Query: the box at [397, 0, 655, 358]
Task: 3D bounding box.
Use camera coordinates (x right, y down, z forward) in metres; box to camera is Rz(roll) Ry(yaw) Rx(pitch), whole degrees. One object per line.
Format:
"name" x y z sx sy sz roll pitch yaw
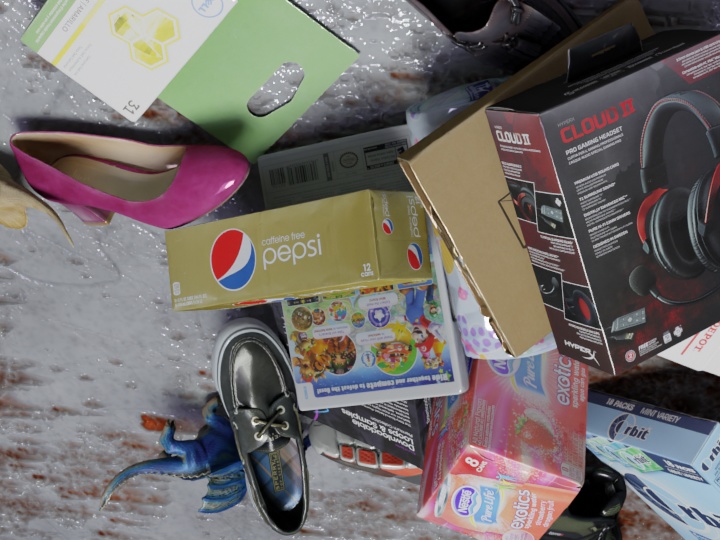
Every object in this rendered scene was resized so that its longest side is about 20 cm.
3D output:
"box" 0.142 -0.063 0.911 0.200 0.021 0.164 -35 111 -12

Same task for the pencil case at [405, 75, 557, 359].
"pencil case" 0.096 -0.037 0.956 0.090 0.083 0.201 -18 104 -18

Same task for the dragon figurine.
"dragon figurine" -0.132 0.177 1.213 0.099 0.200 0.059 39 131 25

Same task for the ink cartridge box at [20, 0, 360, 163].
"ink cartridge box" -0.123 -0.161 0.969 0.200 0.048 0.145 36 129 -17

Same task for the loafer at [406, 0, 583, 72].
"loafer" 0.068 -0.179 0.898 0.200 0.063 0.072 33 130 -19

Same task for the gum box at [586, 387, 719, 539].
"gum box" 0.288 0.185 1.130 0.200 0.045 0.170 43 166 -24

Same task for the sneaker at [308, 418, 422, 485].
"sneaker" 0.051 0.171 1.214 0.199 0.077 0.082 7 139 6

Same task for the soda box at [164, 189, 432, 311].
"soda box" -0.048 -0.012 0.981 0.199 0.064 0.068 -10 175 37

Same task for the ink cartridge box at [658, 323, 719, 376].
"ink cartridge box" 0.234 0.000 1.022 0.199 0.067 0.117 21 132 -6

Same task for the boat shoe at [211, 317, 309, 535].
"boat shoe" -0.077 0.135 1.146 0.068 0.057 0.201 -17 117 -12

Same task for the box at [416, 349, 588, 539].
"box" 0.115 0.104 1.050 0.094 0.200 0.103 22 133 -8

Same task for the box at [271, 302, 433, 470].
"box" -0.006 0.068 1.121 0.143 0.036 0.201 21 138 30

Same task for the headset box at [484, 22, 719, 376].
"headset box" 0.178 -0.057 0.872 0.148 0.075 0.201 -24 107 -18

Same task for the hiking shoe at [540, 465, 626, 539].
"hiking shoe" 0.200 0.221 1.195 0.100 0.076 0.200 -22 148 29

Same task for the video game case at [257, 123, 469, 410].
"video game case" 0.000 0.000 1.015 0.143 0.018 0.201 -9 91 28

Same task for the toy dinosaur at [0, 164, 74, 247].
"toy dinosaur" -0.296 -0.069 1.076 0.199 0.058 0.101 3 137 42

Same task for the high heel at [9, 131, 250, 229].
"high heel" -0.178 -0.083 1.024 0.199 0.068 0.096 -1 145 41
